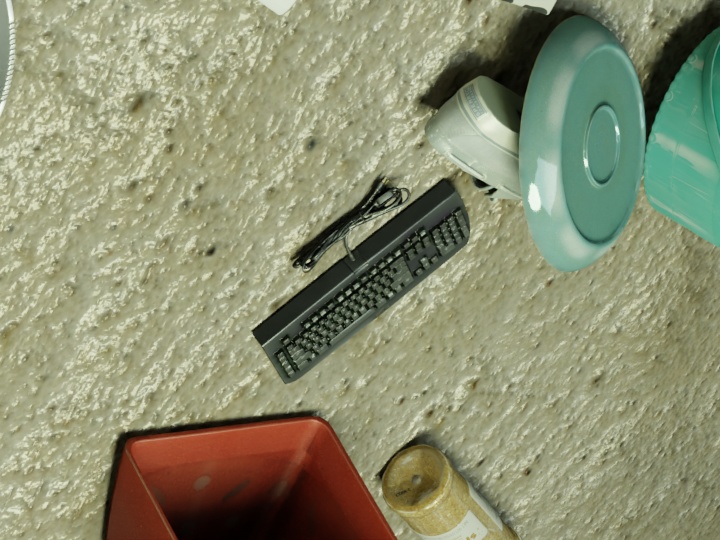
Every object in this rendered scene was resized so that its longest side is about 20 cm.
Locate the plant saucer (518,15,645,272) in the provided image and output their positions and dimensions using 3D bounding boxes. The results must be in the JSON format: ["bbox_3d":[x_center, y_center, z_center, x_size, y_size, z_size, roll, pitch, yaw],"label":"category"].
[{"bbox_3d":[0.180,-0.098,1.771,0.200,0.027,0.202,-16,109,-58],"label":"plant saucer"}]

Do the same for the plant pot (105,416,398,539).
[{"bbox_3d":[-0.098,0.257,1.809,0.199,0.201,0.177,-4,138,-38],"label":"plant pot"}]

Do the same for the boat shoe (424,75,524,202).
[{"bbox_3d":[0.115,-0.092,1.785,0.071,0.070,0.200,-31,149,21],"label":"boat shoe"}]

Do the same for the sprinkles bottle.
[{"bbox_3d":[0.088,0.227,2.019,0.068,0.068,0.200,-43,139,-2],"label":"sprinkles bottle"}]

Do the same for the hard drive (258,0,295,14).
[{"bbox_3d":[-0.076,-0.267,1.497,0.132,0.026,0.200,-51,140,7],"label":"hard drive"}]

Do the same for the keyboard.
[{"bbox_3d":[0.000,0.000,1.792,0.200,0.021,0.127,-39,140,-8],"label":"keyboard"}]

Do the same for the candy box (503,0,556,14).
[{"bbox_3d":[0.093,-0.279,1.543,0.199,0.072,0.168,10,121,-46],"label":"candy box"}]

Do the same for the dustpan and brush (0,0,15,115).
[{"bbox_3d":[-0.277,-0.089,1.452,0.139,0.057,0.201,-22,135,-25],"label":"dustpan and brush"}]

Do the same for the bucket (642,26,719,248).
[{"bbox_3d":[0.337,-0.102,1.864,0.207,0.134,0.208,-38,143,-36],"label":"bucket"}]
